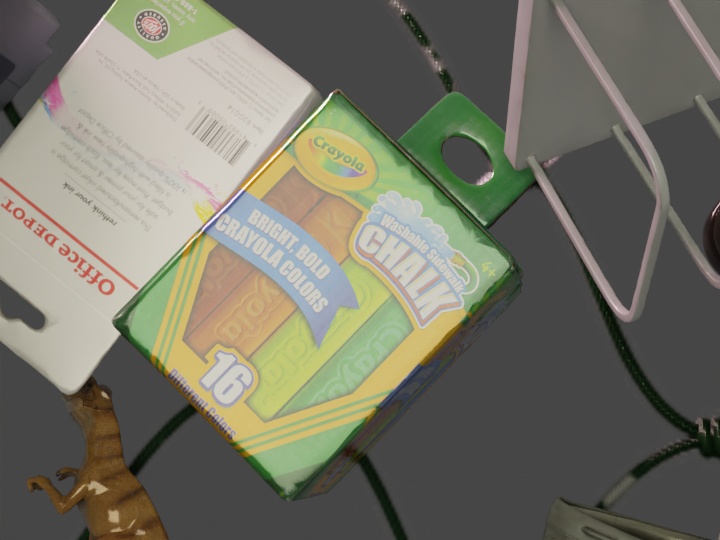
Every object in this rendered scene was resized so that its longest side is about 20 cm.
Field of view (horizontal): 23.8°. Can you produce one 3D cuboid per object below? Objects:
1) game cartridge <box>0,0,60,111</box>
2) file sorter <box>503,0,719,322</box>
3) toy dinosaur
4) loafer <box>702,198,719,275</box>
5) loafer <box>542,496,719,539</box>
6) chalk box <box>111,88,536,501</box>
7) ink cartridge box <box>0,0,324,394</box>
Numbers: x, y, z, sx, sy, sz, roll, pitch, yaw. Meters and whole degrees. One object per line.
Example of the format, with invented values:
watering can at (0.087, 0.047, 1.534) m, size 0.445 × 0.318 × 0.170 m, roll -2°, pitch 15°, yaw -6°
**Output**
game cartridge at (-0.247, -0.077, 0.880) m, size 0.042 × 0.133 × 0.200 m, roll 42°, pitch 90°, yaw 17°
file sorter at (0.183, -0.079, 0.769) m, size 0.200 × 0.139 × 0.125 m, roll -20°, pitch 60°, yaw -10°
toy dinosaur at (-0.118, 0.149, 0.877) m, size 0.106 × 0.060 × 0.200 m, roll -31°, pitch 81°, yaw 2°
loafer at (0.251, 0.031, 0.835) m, size 0.200 × 0.071 × 0.073 m, roll 38°, pitch 90°, yaw 10°
loafer at (0.185, 0.150, 0.833) m, size 0.200 × 0.070 × 0.070 m, roll 4°, pitch 93°, yaw 8°
chalk box at (0.000, 0.000, 0.844) m, size 0.125 × 0.124 × 0.200 m, roll 43°, pitch 91°, yaw 9°
ink cartridge box at (-0.122, -0.043, 0.893) m, size 0.117 × 0.067 × 0.200 m, roll 38°, pitch 89°, yaw 9°
